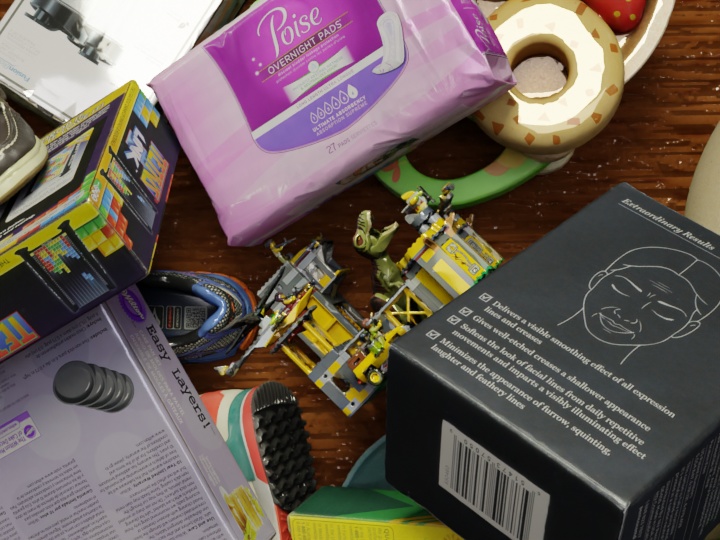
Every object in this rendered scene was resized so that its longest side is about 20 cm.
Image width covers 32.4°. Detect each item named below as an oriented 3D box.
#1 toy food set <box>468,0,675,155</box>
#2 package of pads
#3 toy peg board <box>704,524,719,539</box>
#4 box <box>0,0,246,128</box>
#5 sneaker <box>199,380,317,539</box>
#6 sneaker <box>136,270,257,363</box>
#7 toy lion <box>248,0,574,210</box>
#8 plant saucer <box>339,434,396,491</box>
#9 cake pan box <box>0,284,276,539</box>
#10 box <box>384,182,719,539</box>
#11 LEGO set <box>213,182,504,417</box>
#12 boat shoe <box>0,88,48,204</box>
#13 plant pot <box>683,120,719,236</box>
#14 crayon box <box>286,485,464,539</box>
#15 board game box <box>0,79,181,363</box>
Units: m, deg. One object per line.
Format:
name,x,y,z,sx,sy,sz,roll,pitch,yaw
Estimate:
toy food set,0.095,-0.185,0.763,0.197,0.049,0.201,32,93,8
package of pads,-0.020,-0.112,0.735,0.199,0.076,0.121,-31,85,20
toy peg board,0.279,0.185,0.710,0.200,0.098,0.200,-33,95,-37
box,-0.149,-0.179,0.819,0.116,0.060,0.201,30,82,2
sneaker,-0.076,0.171,0.781,0.093,0.070,0.201,-6,95,27
sneaker,-0.165,0.028,0.781,0.198,0.078,0.076,-9,82,-4
toy lion,0.025,-0.129,0.824,0.191,0.069,0.201,-25,84,2
plant saucer,0.078,0.178,0.757,0.199,0.036,0.202,6,104,25
cake pan box,-0.177,0.127,0.738,0.199,0.052,0.185,-31,89,19
box,0.132,0.065,0.656,0.199,0.108,0.148,-32,49,-32
LEGO set,0.000,0.000,0.746,0.116,0.200,0.154,44,106,5
boat shoe,-0.238,-0.081,0.732,0.073,0.200,0.065,-40,117,-12
plant pot,0.269,-0.016,0.731,0.134,0.200,0.201,-38,85,-20
crayon box,0.061,0.198,0.721,0.199,0.051,0.128,0,102,26
board game box,-0.204,-0.010,0.713,0.199,0.166,0.057,-29,115,15
